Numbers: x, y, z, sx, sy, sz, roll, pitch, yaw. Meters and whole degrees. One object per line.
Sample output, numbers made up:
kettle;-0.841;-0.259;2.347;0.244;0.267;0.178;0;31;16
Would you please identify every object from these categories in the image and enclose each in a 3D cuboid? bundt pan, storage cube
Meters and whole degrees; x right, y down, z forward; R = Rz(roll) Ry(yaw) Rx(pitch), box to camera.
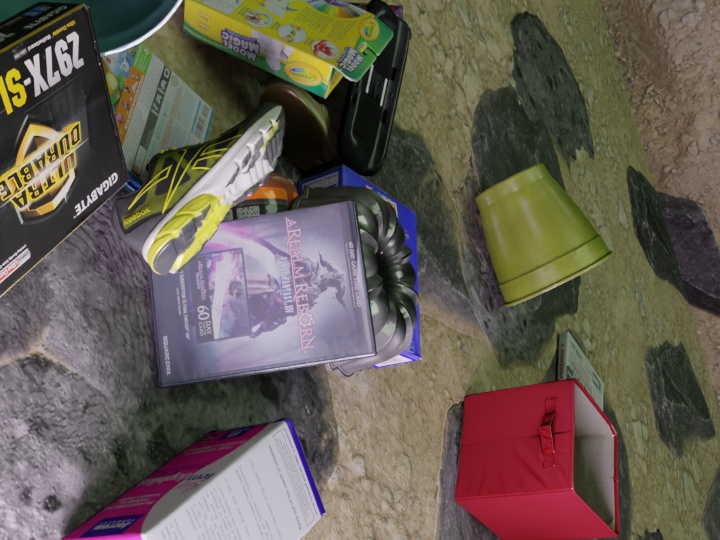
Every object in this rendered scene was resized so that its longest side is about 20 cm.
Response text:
bundt pan;0.003;0.004;0.880;0.202;0.075;0.203;-12;90;-69
storage cube;0.258;0.279;1.256;0.200;0.179;0.172;45;43;-39

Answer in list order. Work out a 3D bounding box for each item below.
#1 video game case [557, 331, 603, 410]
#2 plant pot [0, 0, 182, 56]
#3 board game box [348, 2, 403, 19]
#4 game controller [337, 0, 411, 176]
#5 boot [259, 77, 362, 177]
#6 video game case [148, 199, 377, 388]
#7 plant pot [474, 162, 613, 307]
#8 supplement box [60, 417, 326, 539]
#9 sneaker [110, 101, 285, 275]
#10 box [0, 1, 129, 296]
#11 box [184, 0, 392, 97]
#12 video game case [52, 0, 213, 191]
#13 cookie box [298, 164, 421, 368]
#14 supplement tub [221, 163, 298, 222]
video game case;0.432;0.249;1.698;0.200;0.023;0.183;49;40;-38
plant pot;-0.239;-0.295;0.705;0.200;0.200;0.134;45;16;-40
board game box;-0.034;-0.294;1.078;0.200;0.120;0.032;-55;153;-52
game controller;0.015;-0.216;1.034;0.104;0.042;0.201;21;78;-56
boot;-0.050;-0.203;1.059;0.200;0.072;0.155;47;42;-48
video game case;-0.093;0.021;0.790;0.019;0.199;0.144;47;34;-77
plant pot;0.292;-0.069;1.465;0.200;0.200;0.194;-22;85;-58
supplement box;-0.132;0.216;0.731;0.200;0.101;0.104;-34;106;-58
sneaker;-0.144;-0.092;0.778;0.200;0.084;0.075;-51;166;-27
box;-0.258;-0.091;0.646;0.200;0.049;0.160;-59;150;-50
box;-0.074;-0.261;0.934;0.118;0.199;0.048;-58;169;-40
video game case;-0.223;-0.157;0.816;0.200;0.018;0.144;42;45;-43
cookie box;0.000;0.000;1.054;0.171;0.075;0.201;28;56;-50
supplement tub;-0.107;-0.026;0.863;0.107;0.107;0.201;8;71;-57
